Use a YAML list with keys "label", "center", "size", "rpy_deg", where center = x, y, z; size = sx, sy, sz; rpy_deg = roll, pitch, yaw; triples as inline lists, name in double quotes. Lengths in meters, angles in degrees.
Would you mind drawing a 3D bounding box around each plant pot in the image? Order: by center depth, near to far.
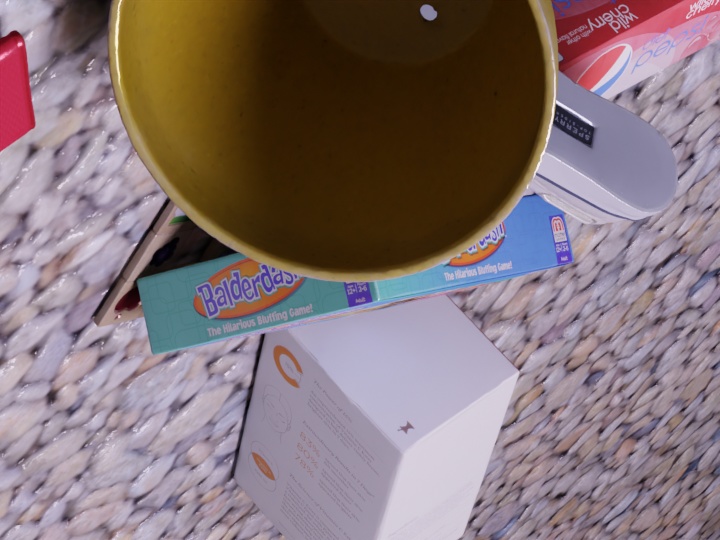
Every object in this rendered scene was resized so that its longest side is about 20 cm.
- label: "plant pot"
  center: [0.002, -0.115, 1.290]
  size: [0.200, 0.199, 0.142]
  rpy_deg: [-56, -178, 29]

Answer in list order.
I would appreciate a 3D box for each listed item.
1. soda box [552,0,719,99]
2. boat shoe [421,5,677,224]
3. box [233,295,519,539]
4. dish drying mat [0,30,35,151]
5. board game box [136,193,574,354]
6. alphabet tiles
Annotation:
- label: "soda box"
  center: [0.138, -0.142, 1.627]
  size: [0.199, 0.063, 0.070]
  rpy_deg: [-29, 155, -34]
- label: "boat shoe"
  center: [0.070, -0.084, 1.521]
  size: [0.086, 0.201, 0.075]
  rpy_deg: [-22, -135, 52]
- label: "box"
  center: [0.006, 0.096, 1.754]
  size: [0.097, 0.124, 0.200]
  rpy_deg: [-33, 157, -27]
- label: "dish drying mat"
  center: [-0.225, -0.031, 1.233]
  size: [0.200, 0.018, 0.077]
  rpy_deg: [-37, 158, -20]
- label: "board game box"
  center: [0.000, 0.000, 1.544]
  size: [0.151, 0.045, 0.200]
  rpy_deg: [-14, 179, 34]
- label: "alphabet tiles"
  center: [-0.043, -0.044, 1.561]
  size: [0.200, 0.008, 0.168]
  rpy_deg: [-13, 143, -55]
